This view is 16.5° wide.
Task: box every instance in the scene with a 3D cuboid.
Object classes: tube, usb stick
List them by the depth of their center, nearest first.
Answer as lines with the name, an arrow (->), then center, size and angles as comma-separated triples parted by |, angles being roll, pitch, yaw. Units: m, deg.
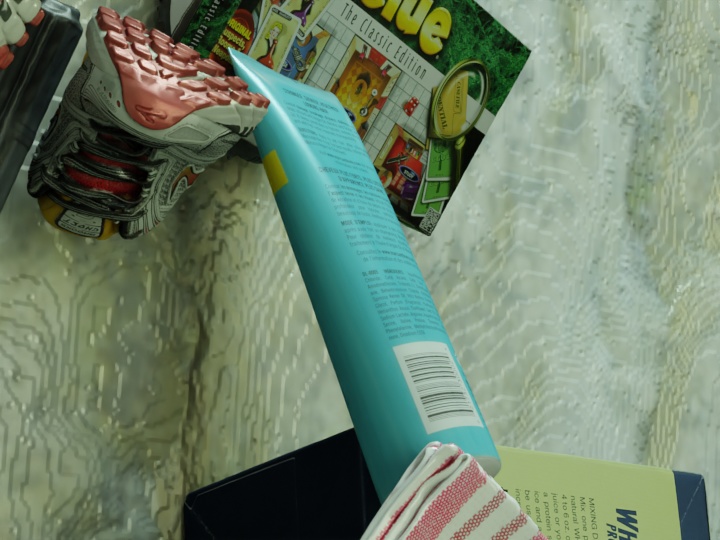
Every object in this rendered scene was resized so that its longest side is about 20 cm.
usb stick -> -0.162, -0.018, 0.989 | 0.033, 0.055, 0.201 | 25, 84, -16
tube -> 0.000, 0.000, 1.013 | 0.077, 0.050, 0.201 | 25, 40, -59

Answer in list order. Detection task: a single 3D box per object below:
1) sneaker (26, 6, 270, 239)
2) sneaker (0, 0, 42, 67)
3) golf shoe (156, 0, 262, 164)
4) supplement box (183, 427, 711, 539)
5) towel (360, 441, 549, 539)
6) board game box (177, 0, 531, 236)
sneaker -> -0.090, -0.049, 0.994 | 0.078, 0.200, 0.082 | 28, 82, -5
sneaker -> -0.170, -0.103, 0.934 | 0.082, 0.078, 0.201 | 33, 68, -33
golf shoe -> -0.037, -0.149, 1.108 | 0.077, 0.094, 0.201 | 3, 83, -38
supplement box -> 0.044, 0.188, 1.079 | 0.199, 0.134, 0.201 | 10, 68, -36
towel -> 0.056, 0.177, 0.955 | 0.200, 0.030, 0.147 | 43, 68, -30
board game box -> 0.001, -0.096, 1.111 | 0.200, 0.023, 0.105 | 31, 84, -53
